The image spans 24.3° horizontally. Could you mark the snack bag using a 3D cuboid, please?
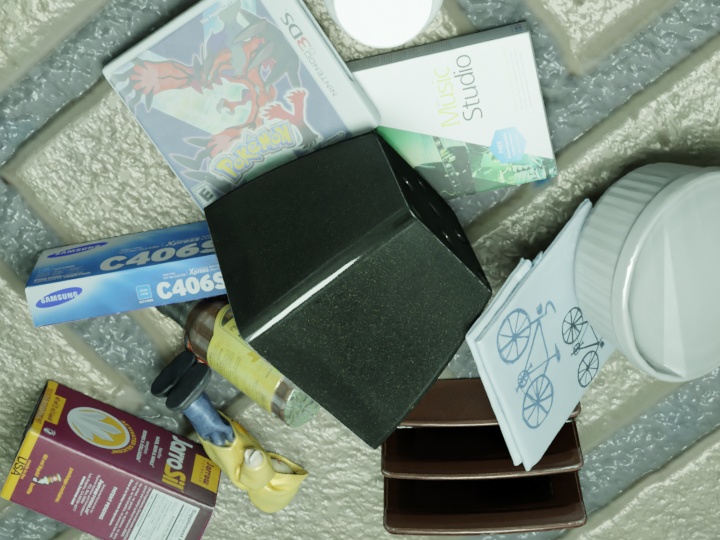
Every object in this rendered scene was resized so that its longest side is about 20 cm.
[{"bbox_3d":[0.179,0.056,1.550,0.021,0.200,0.190,17,147,39],"label":"snack bag"}]

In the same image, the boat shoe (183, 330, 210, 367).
[{"bbox_3d":[-0.079,0.088,1.639,0.197,0.063,0.072,13,115,-3],"label":"boat shoe"}]

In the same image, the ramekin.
[{"bbox_3d":[0.283,-0.006,1.535,0.201,0.094,0.205,-14,115,-33],"label":"ramekin"}]

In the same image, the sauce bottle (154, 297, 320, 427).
[{"bbox_3d":[-0.118,0.070,1.577,0.199,0.064,0.065,34,116,28],"label":"sauce bottle"}]

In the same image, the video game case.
[{"bbox_3d":[-0.110,-0.161,1.532,0.199,0.023,0.183,-29,106,23],"label":"video game case"}]

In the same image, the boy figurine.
[{"bbox_3d":[-0.121,0.171,1.651,0.064,0.124,0.200,-47,121,-9],"label":"boy figurine"}]

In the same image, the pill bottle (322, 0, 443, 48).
[{"bbox_3d":[0.019,-0.256,1.414,0.107,0.200,0.110,0,114,0],"label":"pill bottle"}]

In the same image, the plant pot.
[{"bbox_3d":[0.000,0.000,1.500,0.177,0.201,0.199,-38,128,14],"label":"plant pot"}]

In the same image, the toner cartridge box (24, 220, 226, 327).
[{"bbox_3d":[-0.211,0.000,1.586,0.197,0.095,0.044,-10,112,5],"label":"toner cartridge box"}]

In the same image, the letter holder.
[{"bbox_3d":[0.118,0.182,1.632,0.197,0.142,0.102,-2,114,2],"label":"letter holder"}]

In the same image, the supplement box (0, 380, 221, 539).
[{"bbox_3d":[-0.244,0.204,1.665,0.198,0.111,0.086,24,111,-10],"label":"supplement box"}]

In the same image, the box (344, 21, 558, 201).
[{"bbox_3d":[0.074,-0.138,1.553,0.197,0.036,0.146,-12,113,8],"label":"box"}]
